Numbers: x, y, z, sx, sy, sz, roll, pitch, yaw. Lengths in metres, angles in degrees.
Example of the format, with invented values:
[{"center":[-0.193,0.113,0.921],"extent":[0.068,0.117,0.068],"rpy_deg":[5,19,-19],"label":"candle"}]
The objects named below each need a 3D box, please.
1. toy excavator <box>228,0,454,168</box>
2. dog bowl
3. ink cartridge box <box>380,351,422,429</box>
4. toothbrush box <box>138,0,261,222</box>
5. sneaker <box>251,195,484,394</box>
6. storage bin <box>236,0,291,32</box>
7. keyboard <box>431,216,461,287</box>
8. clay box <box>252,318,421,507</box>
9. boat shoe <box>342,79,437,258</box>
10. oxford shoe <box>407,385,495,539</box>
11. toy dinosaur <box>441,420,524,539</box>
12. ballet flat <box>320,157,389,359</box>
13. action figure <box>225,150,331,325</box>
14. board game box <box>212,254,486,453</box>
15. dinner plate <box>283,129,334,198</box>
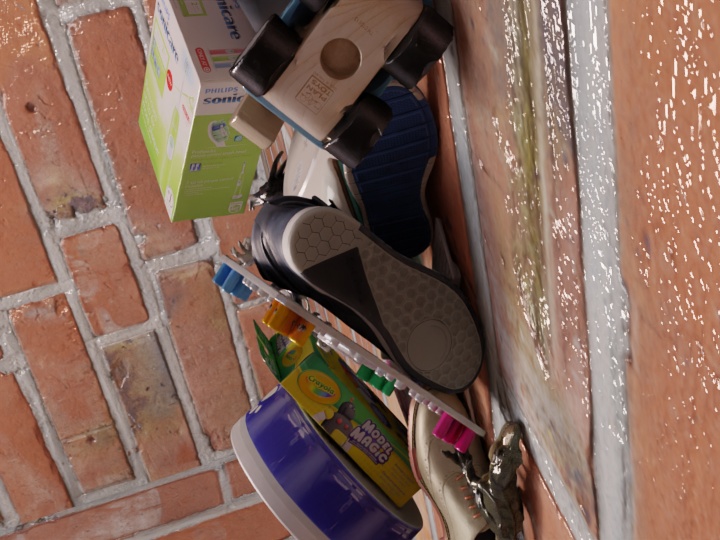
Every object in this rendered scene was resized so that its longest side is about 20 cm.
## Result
[{"center":[-0.028,-0.142,0.767],"extent":[0.099,0.195,0.201],"rpy_deg":[35,-158,-13],"label":"toy excavator"},{"center":[-0.031,0.201,1.092],"extent":[0.200,0.079,0.200],"rpy_deg":[47,-176,-4],"label":"dog bowl"},{"center":[0.074,0.170,1.121],"extent":[0.200,0.043,0.199],"rpy_deg":[180,69,-82],"label":"ink cartridge box"},{"center":[-0.158,-0.170,1.131],"extent":[0.147,0.085,0.201],"rpy_deg":[67,150,30],"label":"toothbrush box"},{"center":[0.000,0.013,0.881],"extent":[0.202,0.077,0.146],"rpy_deg":[42,169,-23],"label":"sneaker"},{"center":[-0.086,-0.287,1.027],"extent":[0.135,0.144,0.202],"rpy_deg":[65,-177,-54],"label":"storage bin"},{"center":[0.070,0.026,0.971],"extent":[0.201,0.011,0.057],"rpy_deg":[87,165,-63],"label":"keyboard"},{"center":[-0.020,0.120,1.058],"extent":[0.200,0.047,0.115],"rpy_deg":[49,-177,-19],"label":"clay box"},{"center":[0.017,-0.090,0.867],"extent":[0.201,0.071,0.073],"rpy_deg":[87,170,-55],"label":"boat shoe"},{"center":[0.097,0.193,0.976],"extent":[0.074,0.070,0.203],"rpy_deg":[-4,105,65],"label":"oxford shoe"},{"center":[0.109,0.184,0.896],"extent":[0.088,0.047,0.202],"rpy_deg":[-125,15,-51],"label":"toy dinosaur"},{"center":[0.000,0.000,0.973],"extent":[0.201,0.069,0.070],"rpy_deg":[60,179,-24],"label":"ballet flat"},{"center":[-0.091,-0.022,1.202],"extent":[0.119,0.101,0.203],"rpy_deg":[-17,-83,-75],"label":"action figure"},{"center":[-0.017,0.064,0.897],"extent":[0.199,0.026,0.200],"rpy_deg":[35,176,-21],"label":"board game box"},{"center":[-0.042,-0.123,1.058],"extent":[0.200,0.024,0.203],"rpy_deg":[-166,90,-75],"label":"dinner plate"}]
